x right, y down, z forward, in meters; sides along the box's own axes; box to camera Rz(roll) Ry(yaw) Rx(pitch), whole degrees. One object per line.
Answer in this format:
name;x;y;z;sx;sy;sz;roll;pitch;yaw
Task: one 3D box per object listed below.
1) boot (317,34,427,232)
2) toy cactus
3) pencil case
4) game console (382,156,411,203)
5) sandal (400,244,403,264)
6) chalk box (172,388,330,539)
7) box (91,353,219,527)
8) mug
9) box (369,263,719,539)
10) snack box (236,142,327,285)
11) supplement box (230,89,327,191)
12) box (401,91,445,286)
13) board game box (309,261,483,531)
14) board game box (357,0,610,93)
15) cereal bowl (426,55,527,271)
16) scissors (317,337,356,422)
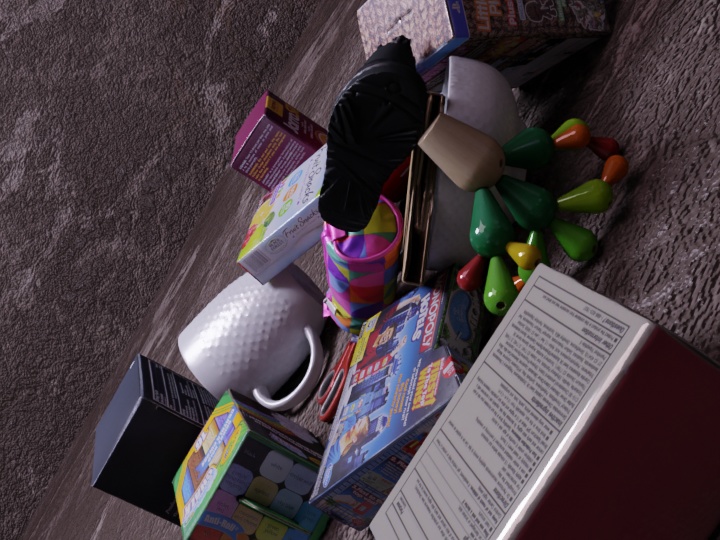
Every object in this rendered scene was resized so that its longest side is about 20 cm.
boot;0.019;-0.147;0.730;0.199;0.072;0.164;113;176;-52
toy cactus;0.118;-0.063;0.653;0.201;0.164;0.102;-57;7;-18
pencil case;0.000;0.000;0.863;0.201;0.087;0.089;94;-164;-62
game console;0.057;-0.188;1.042;0.200;0.119;0.172;-47;-12;32
sandal;0.016;-0.043;1.052;0.076;0.048;0.200;-60;19;-1
chalk box;-0.103;0.225;0.835;0.125;0.124;0.200;-59;17;-1
box;-0.217;0.220;1.020;0.124;0.197;0.200;-58;18;-1
mug;-0.119;0.094;1.084;0.175;0.147;0.201;-44;51;8
box;0.113;0.118;0.466;0.201;0.108;0.128;-58;19;5
snack box;-0.061;-0.088;1.031;0.199;0.053;0.143;-35;27;30
supplement box;-0.094;-0.174;1.303;0.104;0.199;0.131;-51;21;22
box;0.056;-0.068;0.789;0.200;0.021;0.166;-30;-53;-89
board game box;0.055;0.103;0.712;0.199;0.061;0.202;-35;29;47
board game box;0.123;-0.256;0.849;0.159;0.198;0.098;-20;81;61
cereal bowl;0.110;-0.097;0.782;0.200;0.082;0.203;6;-90;-88
scissors;0.000;0.079;0.948;0.202;0.014;0.073;-62;14;4
